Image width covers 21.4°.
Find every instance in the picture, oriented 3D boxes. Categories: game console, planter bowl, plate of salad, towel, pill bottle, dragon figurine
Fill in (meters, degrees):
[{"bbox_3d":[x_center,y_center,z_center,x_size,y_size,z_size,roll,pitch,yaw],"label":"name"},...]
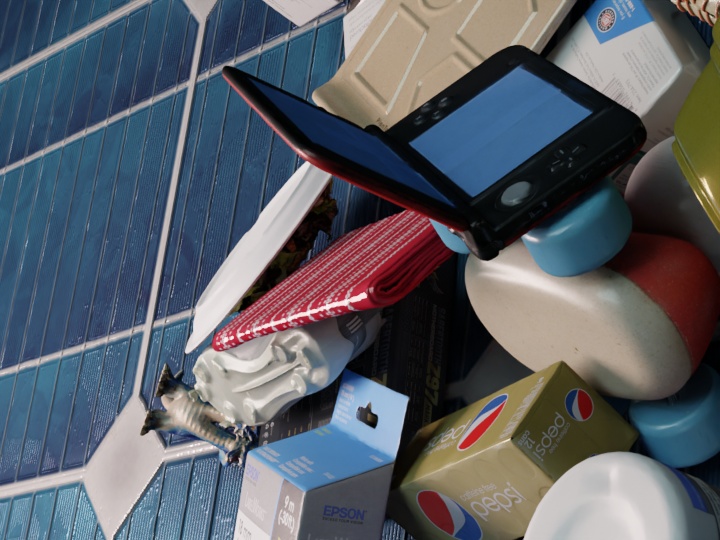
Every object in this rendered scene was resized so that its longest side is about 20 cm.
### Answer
[{"bbox_3d":[0.038,-0.097,1.094,0.172,0.119,0.200,-35,27,-3],"label":"game console"},{"bbox_3d":[0.224,-0.052,1.025,0.083,0.200,0.201,-33,44,15],"label":"planter bowl"},{"bbox_3d":[-0.062,-0.013,1.425,0.201,0.048,0.200,-50,7,9],"label":"plate of salad"},{"bbox_3d":[0.000,0.000,1.253,0.144,0.023,0.199,-38,11,-35],"label":"towel"},{"bbox_3d":[0.184,0.173,0.965,0.113,0.199,0.115,-31,47,40],"label":"pill bottle"},{"bbox_3d":[-0.120,0.119,1.517,0.200,0.099,0.059,160,132,-84],"label":"dragon figurine"}]

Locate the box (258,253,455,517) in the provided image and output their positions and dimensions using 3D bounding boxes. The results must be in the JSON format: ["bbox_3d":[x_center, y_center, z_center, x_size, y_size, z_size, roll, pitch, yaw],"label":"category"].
[{"bbox_3d":[-0.005,0.084,1.397,0.157,0.051,0.202,-23,53,45],"label":"box"}]

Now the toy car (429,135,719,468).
[{"bbox_3d":[0.178,-0.023,1.155,0.200,0.185,0.176,-44,28,-20],"label":"toy car"}]

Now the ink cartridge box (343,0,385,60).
[{"bbox_3d":[0.050,-0.130,1.429,0.116,0.067,0.202,-34,46,37],"label":"ink cartridge box"}]

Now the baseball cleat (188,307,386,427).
[{"bbox_3d":[-0.044,0.058,1.364,0.106,0.070,0.199,-35,10,-31],"label":"baseball cleat"}]

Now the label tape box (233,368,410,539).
[{"bbox_3d":[-0.035,0.168,1.262,0.144,0.063,0.202,-165,85,-71],"label":"label tape box"}]

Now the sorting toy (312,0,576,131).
[{"bbox_3d":[0.067,-0.160,1.346,0.201,0.036,0.185,-51,38,9],"label":"sorting toy"}]

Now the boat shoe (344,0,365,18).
[{"bbox_3d":[0.053,-0.248,1.496,0.200,0.066,0.058,-37,49,40],"label":"boat shoe"}]

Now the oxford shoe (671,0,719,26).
[{"bbox_3d":[0.230,-0.167,1.189,0.073,0.071,0.201,-11,41,2],"label":"oxford shoe"}]

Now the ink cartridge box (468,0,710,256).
[{"bbox_3d":[0.149,-0.081,1.270,0.200,0.067,0.117,-49,37,24],"label":"ink cartridge box"}]

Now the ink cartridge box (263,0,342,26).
[{"bbox_3d":[-0.008,-0.294,1.520,0.147,0.086,0.200,-60,14,-17],"label":"ink cartridge box"}]

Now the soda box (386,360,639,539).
[{"bbox_3d":[0.085,0.122,1.179,0.064,0.068,0.200,-52,8,-27],"label":"soda box"}]
